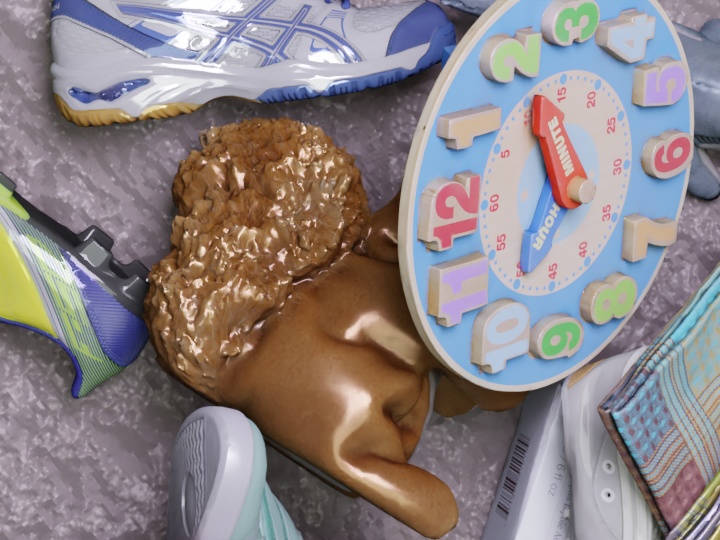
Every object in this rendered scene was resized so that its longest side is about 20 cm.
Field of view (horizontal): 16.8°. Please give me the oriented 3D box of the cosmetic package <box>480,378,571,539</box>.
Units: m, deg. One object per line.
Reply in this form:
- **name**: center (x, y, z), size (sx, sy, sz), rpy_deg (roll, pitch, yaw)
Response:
- **cosmetic package**: center (0.170, 0.133, 1.239), size (0.200, 0.081, 0.113), rpy_deg (16, 91, -7)

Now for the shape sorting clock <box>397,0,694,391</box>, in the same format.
- **shape sorting clock**: center (0.091, -0.040, 1.122), size (0.200, 0.039, 0.200), rpy_deg (-17, 117, -37)

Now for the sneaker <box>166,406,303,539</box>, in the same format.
- **sneaker**: center (-0.032, 0.128, 1.178), size (0.118, 0.200, 0.074), rpy_deg (-2, 53, -9)

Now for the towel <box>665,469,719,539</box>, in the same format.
- **towel**: center (0.229, 0.140, 1.167), size (0.144, 0.023, 0.200), rpy_deg (-51, 124, -17)

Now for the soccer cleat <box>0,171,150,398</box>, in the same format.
- **soccer cleat**: center (-0.191, -0.014, 1.192), size (0.200, 0.065, 0.084), rpy_deg (37, 96, -8)

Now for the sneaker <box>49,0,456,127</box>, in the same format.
- **sneaker**: center (-0.054, -0.124, 1.194), size (0.200, 0.075, 0.088), rpy_deg (-8, 95, -7)

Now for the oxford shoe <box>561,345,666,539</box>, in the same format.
- **oxford shoe**: center (0.126, 0.132, 1.168), size (0.058, 0.075, 0.200), rpy_deg (6, 104, 37)

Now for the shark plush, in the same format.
- **shark plush**: center (0.140, -0.113, 1.213), size (0.200, 0.083, 0.091), rpy_deg (33, 90, -8)

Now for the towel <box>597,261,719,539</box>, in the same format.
- **towel**: center (0.201, 0.051, 1.164), size (0.200, 0.022, 0.147), rpy_deg (-47, 122, -27)

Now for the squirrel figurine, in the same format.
- **squirrel figurine**: center (0.000, 0.000, 1.183), size (0.200, 0.142, 0.187), rpy_deg (34, 84, -11)
